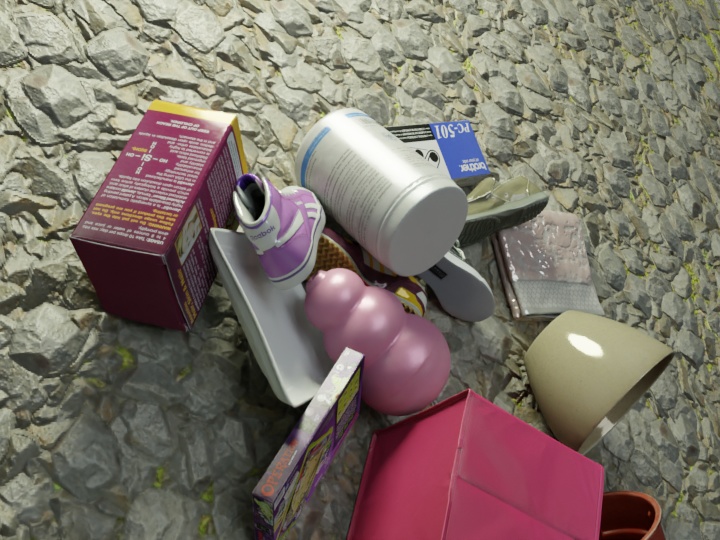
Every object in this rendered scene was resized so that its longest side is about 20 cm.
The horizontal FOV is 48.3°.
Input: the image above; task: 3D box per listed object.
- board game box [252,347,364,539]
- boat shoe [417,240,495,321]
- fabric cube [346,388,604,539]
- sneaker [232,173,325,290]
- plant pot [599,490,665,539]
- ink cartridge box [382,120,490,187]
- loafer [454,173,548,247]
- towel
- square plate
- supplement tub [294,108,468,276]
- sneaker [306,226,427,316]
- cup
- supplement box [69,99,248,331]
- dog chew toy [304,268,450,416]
[{"bbox_3d":[-0.052,0.191,0.857,0.032,0.121,0.200,19,47,18],"label":"board game box"},{"bbox_3d":[0.111,-0.007,1.103,0.199,0.074,0.068,35,32,-22],"label":"boat shoe"},{"bbox_3d":[0.121,0.281,0.883,0.198,0.196,0.201,30,54,-18],"label":"fabric cube"},{"bbox_3d":[-0.095,-0.076,0.915,0.115,0.072,0.201,58,10,-26],"label":"sneaker"},{"bbox_3d":[0.303,0.406,0.967,0.200,0.200,0.197,-26,92,-41],"label":"plant pot"},{"bbox_3d":[0.099,-0.167,1.189,0.199,0.044,0.095,-13,78,-39],"label":"ink cartridge box"},{"bbox_3d":[0.184,-0.092,1.189,0.198,0.075,0.070,-17,63,-26],"label":"loafer"},{"bbox_3d":[0.294,-0.011,1.262,0.198,0.032,0.193,4,65,-35],"label":"towel"},{"bbox_3d":[-0.093,0.052,0.896,0.202,0.028,0.198,65,12,8],"label":"square plate"},{"bbox_3d":[0.022,-0.100,0.993,0.131,0.133,0.200,-13,44,-39],"label":"supplement tub"},{"bbox_3d":[0.000,0.000,1.026,0.200,0.075,0.090,40,34,-13],"label":"sneaker"},{"bbox_3d":[0.313,0.139,1.116,0.199,0.201,0.143,-22,56,-40],"label":"cup"},{"bbox_3d":[-0.199,-0.060,0.846,0.102,0.132,0.201,12,53,10],"label":"supplement box"},{"bbox_3d":[0.013,0.078,0.951,0.200,0.124,0.125,44,50,-11],"label":"dog chew toy"}]
